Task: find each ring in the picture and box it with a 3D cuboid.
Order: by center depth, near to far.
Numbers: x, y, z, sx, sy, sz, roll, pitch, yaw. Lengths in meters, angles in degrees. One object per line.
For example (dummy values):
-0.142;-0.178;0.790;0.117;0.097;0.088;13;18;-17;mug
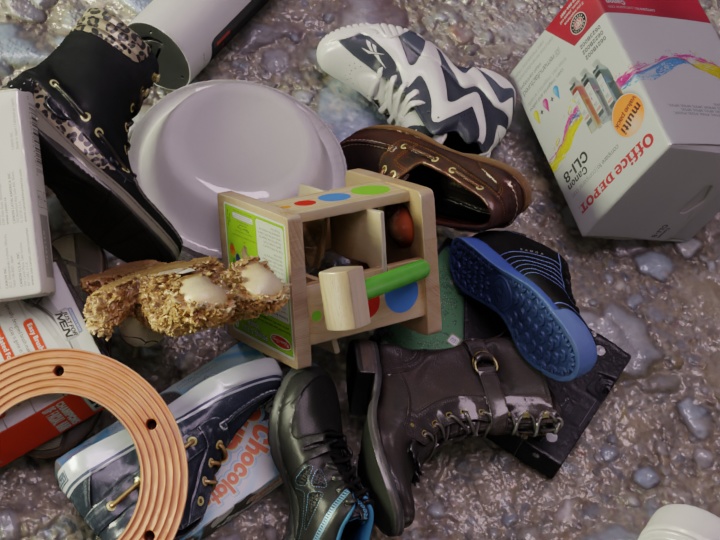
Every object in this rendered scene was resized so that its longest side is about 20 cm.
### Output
-0.227;0.157;1.228;0.199;0.019;0.201;0;78;1;ring

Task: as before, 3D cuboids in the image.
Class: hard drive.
0.121;0.075;1.454;0.200;0.038;0.140;33;57;9;hard drive

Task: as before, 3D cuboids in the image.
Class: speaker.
-0.142;-0.263;1.588;0.081;0.081;0.200;32;56;9;speaker

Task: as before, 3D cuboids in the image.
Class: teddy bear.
-0.140;0.028;1.285;0.145;0.199;0.067;-23;104;-54;teddy bear

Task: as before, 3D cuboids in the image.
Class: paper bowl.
-0.110;-0.086;1.468;0.200;0.104;0.201;5;58;-8;paper bowl

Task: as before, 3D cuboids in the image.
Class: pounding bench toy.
0.000;0.000;1.338;0.155;0.125;0.200;-12;17;-28;pounding bench toy

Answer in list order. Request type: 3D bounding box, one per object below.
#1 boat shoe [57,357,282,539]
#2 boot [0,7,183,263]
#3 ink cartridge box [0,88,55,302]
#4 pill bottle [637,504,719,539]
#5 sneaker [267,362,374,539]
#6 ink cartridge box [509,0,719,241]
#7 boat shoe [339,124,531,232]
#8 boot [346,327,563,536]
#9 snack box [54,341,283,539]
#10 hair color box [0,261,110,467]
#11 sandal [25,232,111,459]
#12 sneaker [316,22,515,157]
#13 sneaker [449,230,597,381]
-0.130;0.150;1.290;0.200;0.071;0.091;-29;75;-22;boat shoe
-0.200;-0.112;1.378;0.204;0.073;0.154;44;51;-13;boot
-0.345;-0.048;1.276;0.199;0.050;0.162;-7;87;5;ink cartridge box
0.228;0.287;1.294;0.113;0.113;0.200;34;57;10;pill bottle
-0.022;0.171;1.300;0.073;0.082;0.201;6;75;-48;sneaker
0.263;-0.147;1.546;0.144;0.145;0.201;0;55;-34;ink cartridge box
0.053;-0.082;1.481;0.199;0.071;0.070;14;31;32;boat shoe
0.083;0.123;1.346;0.173;0.069;0.201;1;51;-11;boot
-0.135;0.152;1.346;0.200;0.037;0.116;-33;71;-29;snack box
-0.298;0.094;1.296;0.199;0.064;0.111;-29;66;-4;hair color box
-0.242;0.065;1.367;0.081;0.055;0.201;-6;60;6;sandal
0.044;-0.151;1.557;0.199;0.080;0.130;25;46;-8;sneaker
0.155;0.021;1.402;0.078;0.070;0.200;-11;36;-25;sneaker
